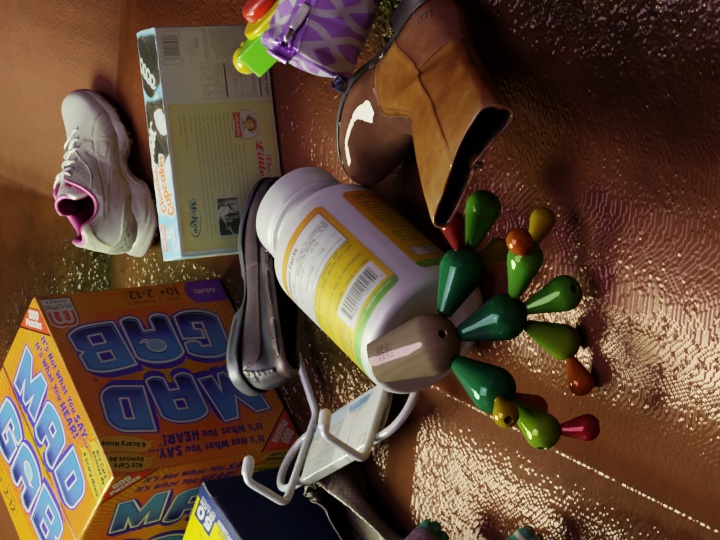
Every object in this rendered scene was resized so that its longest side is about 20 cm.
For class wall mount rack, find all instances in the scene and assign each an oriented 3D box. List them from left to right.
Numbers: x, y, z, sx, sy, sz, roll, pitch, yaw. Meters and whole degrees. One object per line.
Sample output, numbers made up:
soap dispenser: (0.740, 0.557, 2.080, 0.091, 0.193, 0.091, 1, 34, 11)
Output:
wall mount rack: (-0.028, 0.100, 1.635, 0.200, 0.074, 0.175, -34, 30, 44)

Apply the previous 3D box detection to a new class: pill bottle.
pill bottle: (0.000, 0.000, 1.548, 0.200, 0.110, 0.112, 43, 129, 42)

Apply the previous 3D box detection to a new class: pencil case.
pencil case: (-0.015, -0.246, 1.507, 0.083, 0.085, 0.202, 22, 93, 33)

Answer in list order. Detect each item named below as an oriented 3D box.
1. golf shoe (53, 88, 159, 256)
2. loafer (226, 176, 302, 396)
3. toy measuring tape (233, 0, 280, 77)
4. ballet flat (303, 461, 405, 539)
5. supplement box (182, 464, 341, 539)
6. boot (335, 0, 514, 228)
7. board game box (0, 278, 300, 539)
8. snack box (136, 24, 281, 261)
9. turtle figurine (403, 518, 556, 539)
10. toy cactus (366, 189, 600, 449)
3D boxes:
golf shoe: (-0.271, -0.101, 1.934, 0.201, 0.091, 0.076, 63, 141, 28)
loafer: (-0.066, 0.009, 1.660, 0.063, 0.072, 0.202, -14, 59, 38)
toy measuring tape: (-0.039, -0.235, 1.621, 0.200, 0.073, 0.074, -41, 61, 31)
ballet flat: (0.007, 0.230, 1.630, 0.201, 0.046, 0.068, 54, 136, 35)
supplement box: (-0.099, 0.290, 1.736, 0.109, 0.109, 0.201, 50, 133, 38)
boot: (0.050, -0.096, 1.461, 0.189, 0.068, 0.201, -56, 31, 28)
board game box: (-0.209, 0.155, 1.791, 0.201, 0.198, 0.201, 60, 138, 30)
snack box: (-0.129, -0.114, 1.709, 0.037, 0.115, 0.202, -8, 89, 54)
turtle figurine: (0.102, 0.266, 1.466, 0.199, 0.100, 0.152, 22, 112, 58)
toy cactus: (0.084, 0.045, 1.405, 0.164, 0.102, 0.202, -19, 82, 13)
